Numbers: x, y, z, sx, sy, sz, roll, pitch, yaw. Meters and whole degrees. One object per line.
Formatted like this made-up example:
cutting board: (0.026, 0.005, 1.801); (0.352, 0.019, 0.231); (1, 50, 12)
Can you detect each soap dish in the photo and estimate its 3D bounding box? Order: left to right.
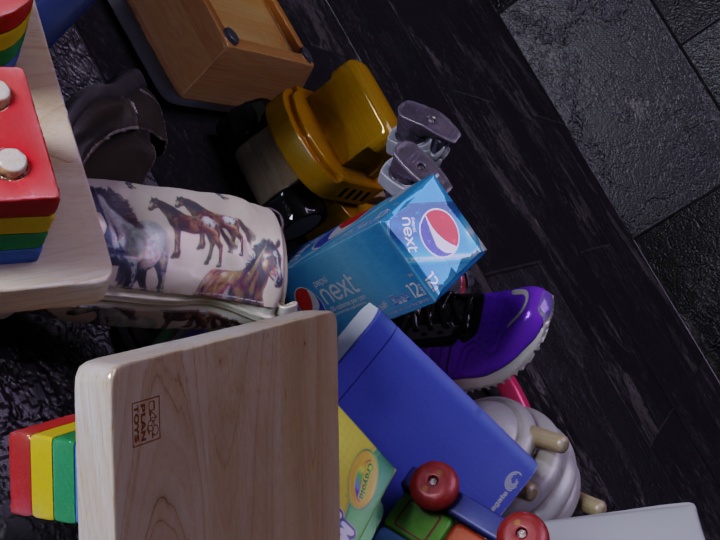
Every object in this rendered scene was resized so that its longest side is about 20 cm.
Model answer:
soap dish: (-0.134, -0.226, 0.971); (0.159, 0.081, 0.200); (61, 23, 8)

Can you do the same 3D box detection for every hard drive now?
hard drive: (0.029, 0.135, 0.771); (0.200, 0.132, 0.025); (44, -7, -30)

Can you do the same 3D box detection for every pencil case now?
pencil case: (-0.132, -0.005, 0.569); (0.198, 0.078, 0.090); (6, 45, -27)

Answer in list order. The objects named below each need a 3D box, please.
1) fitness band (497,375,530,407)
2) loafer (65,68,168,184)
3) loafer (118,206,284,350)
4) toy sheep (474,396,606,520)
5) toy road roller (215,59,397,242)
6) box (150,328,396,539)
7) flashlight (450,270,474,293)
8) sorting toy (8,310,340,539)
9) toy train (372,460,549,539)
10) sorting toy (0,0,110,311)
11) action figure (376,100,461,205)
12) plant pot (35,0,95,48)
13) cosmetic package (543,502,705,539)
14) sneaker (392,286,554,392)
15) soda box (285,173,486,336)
fitness band: (0.130, 0.149, 1.096); (0.199, 0.037, 0.145); (-2, 64, -65)
loafer: (-0.167, -0.080, 0.705); (0.072, 0.073, 0.200); (50, 22, -12)
loafer: (-0.105, 0.000, 0.744); (0.072, 0.063, 0.200); (53, 22, -10)
toy sheep: (0.125, 0.174, 0.913); (0.139, 0.136, 0.201); (-90, 155, -55)
toy road roller: (-0.019, -0.107, 0.967); (0.124, 0.145, 0.199); (62, 22, 13)
box: (-0.057, 0.120, 0.654); (0.201, 0.048, 0.118); (51, 47, -20)
flashlight: (0.058, 0.017, 1.064); (0.200, 0.067, 0.069); (-1, 81, -70)
sorting toy: (-0.082, 0.129, 0.511); (0.198, 0.069, 0.203); (-10, 100, -65)
toy train: (0.088, 0.221, 0.686); (0.199, 0.116, 0.085); (26, -27, 30)
sorting toy: (-0.220, -0.081, 0.459); (0.198, 0.070, 0.201); (-5, 60, -33)
action figure: (0.024, -0.043, 0.897); (0.069, 0.201, 0.131); (30, 54, 2)
plant pot: (-0.243, -0.258, 0.630); (0.179, 0.199, 0.202); (25, 38, -45)
cosmetic package: (0.177, 0.298, 0.747); (0.201, 0.163, 0.167); (-84, 162, -58)
sneaker: (0.065, 0.050, 0.889); (0.099, 0.199, 0.070); (41, 47, -21)
soda box: (0.000, 0.000, 0.791); (0.064, 0.199, 0.068); (-42, 100, -33)
